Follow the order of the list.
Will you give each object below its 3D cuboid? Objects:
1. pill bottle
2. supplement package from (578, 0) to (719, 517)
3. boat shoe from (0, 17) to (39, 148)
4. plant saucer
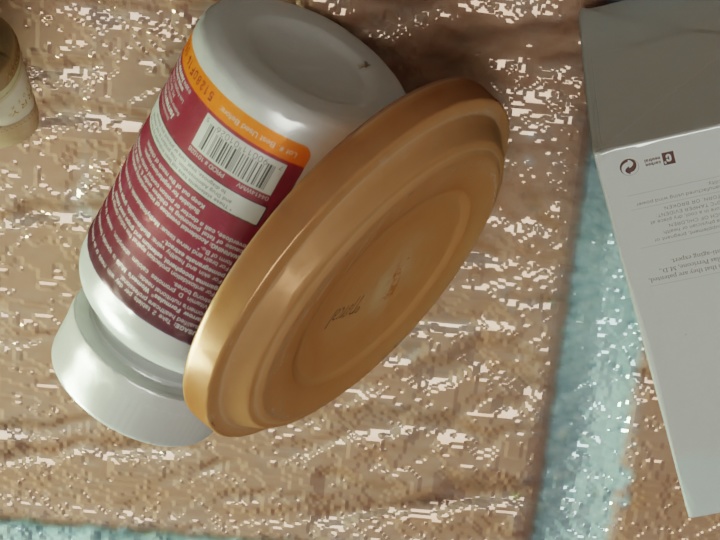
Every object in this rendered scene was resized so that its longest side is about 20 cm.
[{"bbox_3d":[-0.066,-0.020,1.235,0.109,0.110,0.200,24,119,-12],"label":"pill bottle"},{"bbox_3d":[0.216,-0.025,1.196,0.191,0.147,0.200,-12,120,10],"label":"supplement package"},{"bbox_3d":[-0.250,-0.082,1.228,0.199,0.071,0.065,4,146,14],"label":"boat shoe"},{"bbox_3d":[0.000,0.000,1.202,0.032,0.200,0.201,41,121,19],"label":"plant saucer"}]
